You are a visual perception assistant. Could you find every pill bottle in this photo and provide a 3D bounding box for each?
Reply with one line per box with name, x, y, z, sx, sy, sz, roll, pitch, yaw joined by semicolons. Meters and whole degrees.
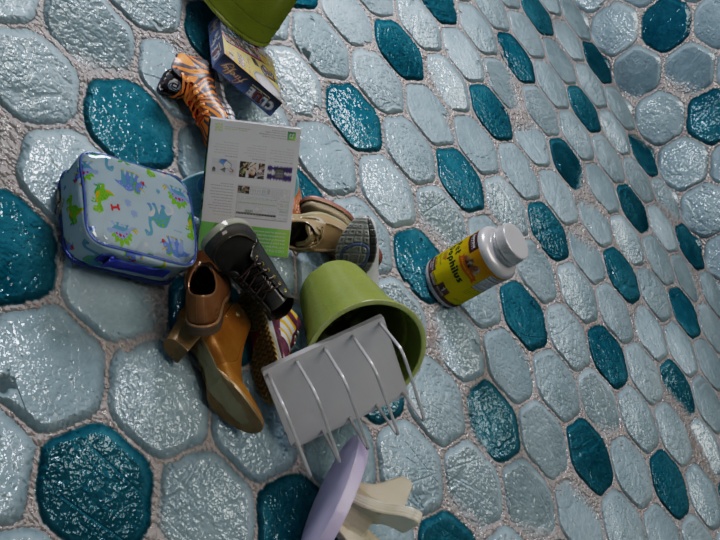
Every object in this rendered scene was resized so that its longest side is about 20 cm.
pill bottle;0.230;-0.014;1.985;0.108;0.199;0.111;30;44;-34

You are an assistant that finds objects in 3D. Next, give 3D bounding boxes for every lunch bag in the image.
lunch bag;-0.330;-0.069;1.428;0.198;0.082;0.163;15;54;-45

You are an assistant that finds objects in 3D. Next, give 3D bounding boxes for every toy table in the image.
toy table;0.001;0.356;1.470;0.116;0.184;0.202;33;62;-9

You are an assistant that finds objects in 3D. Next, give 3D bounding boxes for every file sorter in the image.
file sorter;-0.020;0.184;1.461;0.125;0.197;0.141;-134;-157;-64

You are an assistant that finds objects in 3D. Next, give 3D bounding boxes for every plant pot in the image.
plant pot;-0.017;0.082;1.613;0.199;0.201;0.191;32;17;-33
plant pot;-0.174;-0.550;1.835;0.200;0.192;0.202;41;24;-23

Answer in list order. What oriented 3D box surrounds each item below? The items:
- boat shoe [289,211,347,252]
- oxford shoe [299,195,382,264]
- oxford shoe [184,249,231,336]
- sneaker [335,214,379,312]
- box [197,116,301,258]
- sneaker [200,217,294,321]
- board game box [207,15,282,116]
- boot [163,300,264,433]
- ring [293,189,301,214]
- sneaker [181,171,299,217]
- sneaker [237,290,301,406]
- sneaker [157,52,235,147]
boat shoe;-0.095;-0.059;1.699;0.197;0.072;0.064;7;22;-35
oxford shoe;-0.037;-0.053;1.795;0.199;0.070;0.076;40;45;-24
oxford shoe;-0.221;0.012;1.457;0.070;0.073;0.201;-2;28;-8
sneaker;0.000;0.000;1.756;0.087;0.073;0.204;-40;138;-66
box;-0.172;-0.126;1.551;0.141;0.036;0.204;6;97;-11
sneaker;-0.153;-0.001;1.455;0.107;0.075;0.200;51;2;23
board game box;-0.205;-0.366;1.778;0.135;0.035;0.201;38;19;-29
boot;-0.188;0.125;1.476;0.202;0.070;0.144;48;37;-10
ring;-0.172;-0.159;1.745;0.199;0.019;0.203;31;43;-34
sneaker;-0.202;-0.132;1.628;0.131;0.196;0.081;-136;-139;-75
sneaker;-0.124;0.111;1.562;0.089;0.075;0.203;6;62;-42
sneaker;-0.276;-0.275;1.661;0.111;0.078;0.202;15;44;-40
